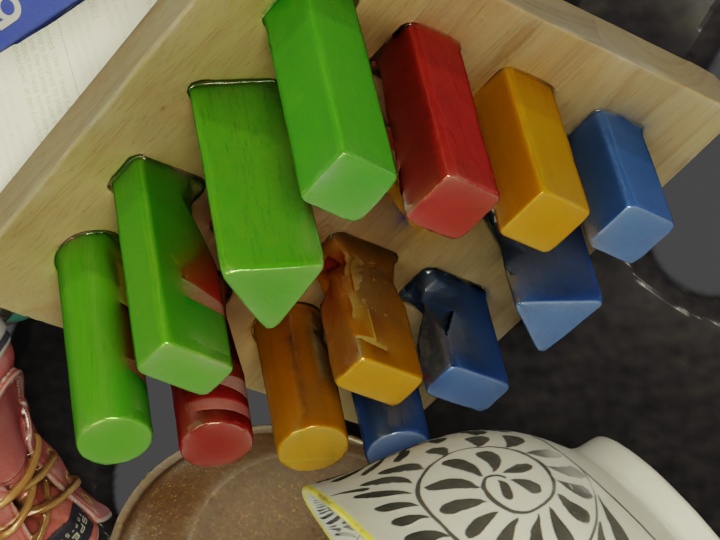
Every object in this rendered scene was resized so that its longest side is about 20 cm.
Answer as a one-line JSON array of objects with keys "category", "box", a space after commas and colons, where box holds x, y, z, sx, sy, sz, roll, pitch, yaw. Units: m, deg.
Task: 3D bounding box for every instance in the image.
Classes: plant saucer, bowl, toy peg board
[{"category": "plant saucer", "box": [-0.009, 0.145, 0.941, 0.199, 0.037, 0.202, 9, 117, 19]}, {"category": "bowl", "box": [0.078, 0.121, 0.797, 0.094, 0.201, 0.201, -41, 96, -8]}, {"category": "toy peg board", "box": [0.000, 0.000, 0.771, 0.198, 0.098, 0.200, 21, 130, -33]}]

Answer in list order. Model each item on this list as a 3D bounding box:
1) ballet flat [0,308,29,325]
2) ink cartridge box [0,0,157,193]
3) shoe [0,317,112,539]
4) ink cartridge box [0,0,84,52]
[{"category": "ballet flat", "box": [-0.196, -0.053, 0.905, 0.200, 0.072, 0.072, 44, 123, -2]}, {"category": "ink cartridge box", "box": [-0.105, -0.087, 0.830, 0.198, 0.048, 0.147, -19, 79, 6]}, {"category": "shoe", "box": [-0.140, 0.081, 0.910, 0.091, 0.072, 0.200, 35, 156, -1]}, {"category": "ink cartridge box", "box": [-0.130, -0.181, 0.739, 0.094, 0.044, 0.201, -27, 100, 31]}]
